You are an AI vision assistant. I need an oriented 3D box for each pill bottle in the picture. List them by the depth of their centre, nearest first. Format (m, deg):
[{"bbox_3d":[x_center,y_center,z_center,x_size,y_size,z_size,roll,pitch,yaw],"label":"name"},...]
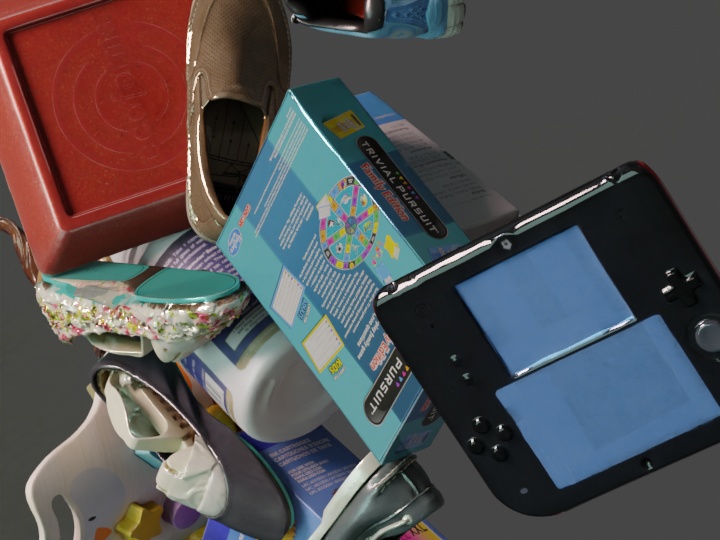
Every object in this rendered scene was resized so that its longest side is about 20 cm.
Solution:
[{"bbox_3d":[-0.095,0.023,1.823,0.200,0.111,0.111,44,134,34],"label":"pill bottle"}]

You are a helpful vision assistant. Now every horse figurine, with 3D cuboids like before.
[{"bbox_3d":[-0.234,-0.005,2.035,0.200,0.050,0.133,7,106,61],"label":"horse figurine"}]

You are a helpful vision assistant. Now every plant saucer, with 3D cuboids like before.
[{"bbox_3d":[-0.164,-0.121,1.788,0.037,0.200,0.200,132,118,-79],"label":"plant saucer"}]

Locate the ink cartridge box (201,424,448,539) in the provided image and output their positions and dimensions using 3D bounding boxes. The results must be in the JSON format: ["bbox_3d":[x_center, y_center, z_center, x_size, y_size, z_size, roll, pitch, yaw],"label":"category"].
[{"bbox_3d":[-0.040,0.198,1.835,0.200,0.076,0.137,42,130,33],"label":"ink cartridge box"}]

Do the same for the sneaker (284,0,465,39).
[{"bbox_3d":[-0.022,-0.200,1.661,0.200,0.090,0.078,25,122,47],"label":"sneaker"}]

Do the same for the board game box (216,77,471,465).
[{"bbox_3d":[0.000,0.000,1.630,0.200,0.047,0.151,52,138,24],"label":"board game box"}]

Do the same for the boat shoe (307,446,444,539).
[{"bbox_3d":[-0.007,0.197,1.696,0.062,0.073,0.200,39,126,12],"label":"boat shoe"}]

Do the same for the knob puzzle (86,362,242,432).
[{"bbox_3d":[-0.103,0.114,1.932,0.220,0.030,0.220,16,117,34],"label":"knob puzzle"}]

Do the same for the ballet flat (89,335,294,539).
[{"bbox_3d":[-0.129,0.126,1.803,0.200,0.073,0.073,49,137,29],"label":"ballet flat"}]

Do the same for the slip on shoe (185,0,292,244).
[{"bbox_3d":[-0.087,-0.119,1.748,0.061,0.076,0.200,138,140,-79],"label":"slip on shoe"}]

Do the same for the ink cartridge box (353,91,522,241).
[{"bbox_3d":[0.033,-0.017,1.678,0.200,0.067,0.116,41,132,36],"label":"ink cartridge box"}]

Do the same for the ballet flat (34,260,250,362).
[{"bbox_3d":[-0.145,0.030,1.758,0.200,0.076,0.064,7,117,44],"label":"ballet flat"}]

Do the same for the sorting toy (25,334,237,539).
[{"bbox_3d":[-0.192,0.176,1.888,0.107,0.180,0.200,28,124,27],"label":"sorting toy"}]

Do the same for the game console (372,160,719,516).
[{"bbox_3d":[0.130,0.047,1.499,0.200,0.031,0.177,-27,108,26],"label":"game console"}]
